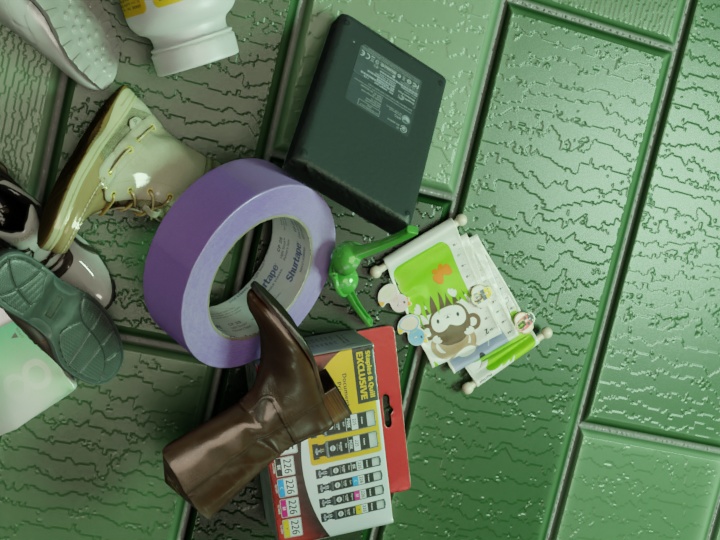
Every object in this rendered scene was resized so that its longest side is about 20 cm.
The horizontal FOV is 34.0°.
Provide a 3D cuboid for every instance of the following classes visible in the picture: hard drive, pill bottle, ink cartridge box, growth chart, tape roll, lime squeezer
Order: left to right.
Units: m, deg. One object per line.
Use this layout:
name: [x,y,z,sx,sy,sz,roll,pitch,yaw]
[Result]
ink cartridge box: [-0.410,0.103,1.173,0.199,0.050,0.162,-34,107,-10]
pill bottle: [-0.185,-0.296,1.131,0.111,0.112,0.203,-19,104,-12]
tape roll: [-0.117,-0.006,1.170,0.199,0.065,0.202,-31,138,-33]
ink cartridge box: [-0.025,0.174,1.273,0.173,0.084,0.203,-10,102,-14]
lime squeezer: [0.000,0.000,1.218,0.070,0.201,0.038,-3,60,-16]
hard drive: [0.009,-0.150,1.194,0.138,0.033,0.202,29,53,-19]
growth chart: [0.110,0.040,1.324,0.144,0.018,0.201,-39,106,-6]

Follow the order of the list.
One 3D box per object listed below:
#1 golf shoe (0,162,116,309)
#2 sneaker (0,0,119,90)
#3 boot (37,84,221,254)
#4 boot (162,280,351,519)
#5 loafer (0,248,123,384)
golf shoe: [-0.320,-0.022,1.152,0.200,0.094,0.078,44,85,-19]
sneaker: [-0.313,-0.251,1.131,0.201,0.080,0.077,52,41,-33]
boot: [-0.215,-0.067,1.146,0.154,0.072,0.202,37,49,-22]
boot: [-0.130,0.133,1.160,0.199,0.064,0.188,-33,113,-2]
loafer: [-0.304,0.038,1.145,0.072,0.062,0.201,-54,139,-18]
